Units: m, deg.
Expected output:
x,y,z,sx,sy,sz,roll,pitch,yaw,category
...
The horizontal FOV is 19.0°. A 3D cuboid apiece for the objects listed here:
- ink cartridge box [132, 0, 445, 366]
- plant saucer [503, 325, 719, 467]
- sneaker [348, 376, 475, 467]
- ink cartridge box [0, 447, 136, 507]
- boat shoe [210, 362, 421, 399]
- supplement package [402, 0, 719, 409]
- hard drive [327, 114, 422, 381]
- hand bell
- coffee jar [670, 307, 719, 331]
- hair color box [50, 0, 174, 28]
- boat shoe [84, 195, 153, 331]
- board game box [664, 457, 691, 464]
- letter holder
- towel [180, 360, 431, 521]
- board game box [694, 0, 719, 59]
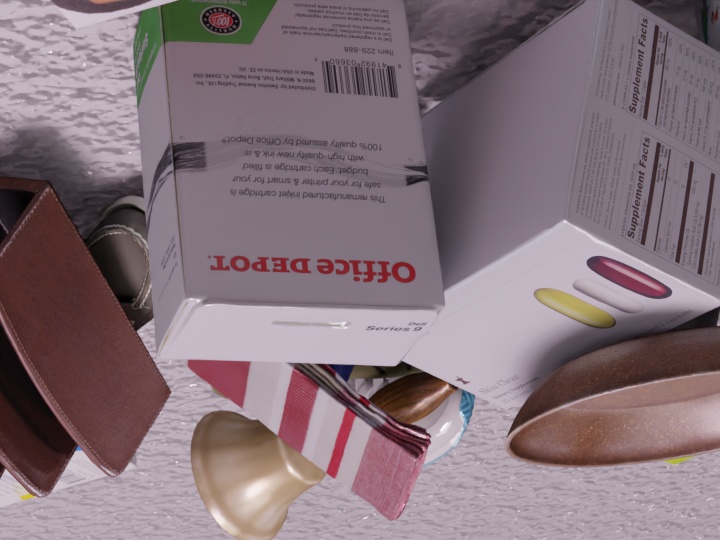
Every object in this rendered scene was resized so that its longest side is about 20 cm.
x,y,z,sx,sy,sz,roll,pitch,yaw,category
-0.043,-0.053,1.179,0.145,0.201,0.084,2,154,-18,ink cartridge box
0.177,0.069,1.218,0.200,0.037,0.200,-8,162,-3,plant saucer
-0.003,0.101,1.610,0.200,0.077,0.081,-6,152,40,sneaker
-0.286,0.131,1.653,0.199,0.067,0.116,-17,152,21,ink cartridge box
-0.012,0.039,1.526,0.199,0.069,0.075,-9,154,8,boat shoe
0.108,-0.035,1.219,0.111,0.156,0.200,26,148,-23,supplement package
0.000,0.000,1.387,0.025,0.132,0.200,21,154,5,hard drive
-0.014,0.115,1.535,0.200,0.104,0.104,-26,149,31,hand bell
0.135,0.019,1.379,0.200,0.105,0.085,20,-164,40,coffee jar
-0.072,-0.190,1.053,0.199,0.061,0.102,-14,154,15,hair color box
-0.172,0.018,1.430,0.060,0.072,0.202,-43,177,-34,boat shoe
0.192,0.073,1.535,0.048,0.102,0.200,-25,158,22,board game box
-0.224,0.059,1.340,0.100,0.142,0.200,6,140,30,letter holder
-0.044,0.080,1.402,0.200,0.023,0.144,36,158,8,towel
0.270,-0.176,1.165,0.147,0.064,0.200,-5,155,-2,board game box
